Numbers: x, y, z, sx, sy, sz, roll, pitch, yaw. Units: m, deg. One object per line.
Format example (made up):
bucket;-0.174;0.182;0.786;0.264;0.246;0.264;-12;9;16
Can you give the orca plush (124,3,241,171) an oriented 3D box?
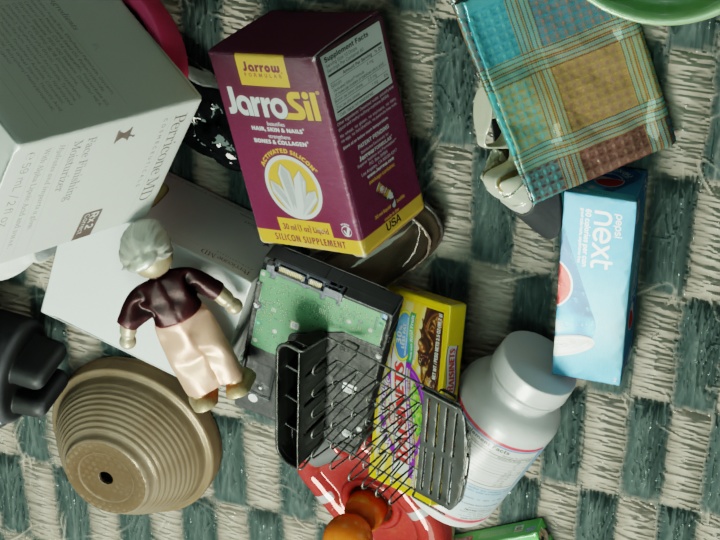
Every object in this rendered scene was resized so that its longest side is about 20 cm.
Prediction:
orca plush;-0.167;-0.167;1.490;0.105;0.071;0.200;-16;113;29

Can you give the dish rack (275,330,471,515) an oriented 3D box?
dish rack;0.012;0.150;1.478;0.200;0.055;0.154;25;133;28

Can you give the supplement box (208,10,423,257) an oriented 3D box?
supplement box;-0.037;-0.126;1.428;0.131;0.103;0.200;8;124;38

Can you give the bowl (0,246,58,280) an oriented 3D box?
bowl;-0.334;-0.068;1.535;0.090;0.201;0.201;22;126;9

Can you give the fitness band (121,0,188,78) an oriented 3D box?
fitness band;-0.234;-0.196;1.473;0.200;0.037;0.144;-14;93;47

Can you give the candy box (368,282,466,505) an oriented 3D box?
candy box;0.054;0.120;1.538;0.102;0.026;0.200;19;107;53

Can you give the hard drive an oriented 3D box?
hard drive;-0.043;0.080;1.537;0.140;0.038;0.200;21;132;10

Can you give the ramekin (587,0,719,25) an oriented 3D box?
ramekin;0.241;-0.300;1.221;0.200;0.098;0.200;6;118;12

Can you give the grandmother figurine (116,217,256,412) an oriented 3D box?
grandmother figurine;-0.175;0.040;1.486;0.121;0.061;0.200;-25;118;-7

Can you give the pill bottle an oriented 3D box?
pill bottle;0.129;0.155;1.553;0.109;0.109;0.200;32;126;0

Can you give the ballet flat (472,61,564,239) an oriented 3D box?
ballet flat;0.135;-0.111;1.406;0.073;0.073;0.200;0;119;21

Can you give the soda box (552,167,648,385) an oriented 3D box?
soda box;0.220;0.004;1.451;0.068;0.064;0.200;9;122;16

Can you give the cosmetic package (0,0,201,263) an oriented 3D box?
cosmetic package;-0.282;-0.132;1.376;0.165;0.200;0.165;51;135;19

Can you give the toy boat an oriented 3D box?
toy boat;0.005;0.256;1.642;0.130;0.131;0.200;-26;108;41

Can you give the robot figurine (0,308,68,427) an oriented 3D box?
robot figurine;-0.423;0.096;1.724;0.200;0.125;0.151;14;89;13

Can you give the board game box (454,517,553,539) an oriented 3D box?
board game box;0.134;0.348;1.720;0.200;0.029;0.135;-16;112;29

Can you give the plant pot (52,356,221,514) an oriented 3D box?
plant pot;-0.262;0.203;1.745;0.200;0.093;0.201;9;123;15

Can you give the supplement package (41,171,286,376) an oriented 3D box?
supplement package;-0.197;0.000;1.582;0.200;0.111;0.156;25;126;4

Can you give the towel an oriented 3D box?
towel;0.178;-0.171;1.346;0.146;0.022;0.200;-23;111;1

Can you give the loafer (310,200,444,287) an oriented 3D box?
loafer;0.000;0.000;1.529;0.200;0.071;0.073;-36;103;34
